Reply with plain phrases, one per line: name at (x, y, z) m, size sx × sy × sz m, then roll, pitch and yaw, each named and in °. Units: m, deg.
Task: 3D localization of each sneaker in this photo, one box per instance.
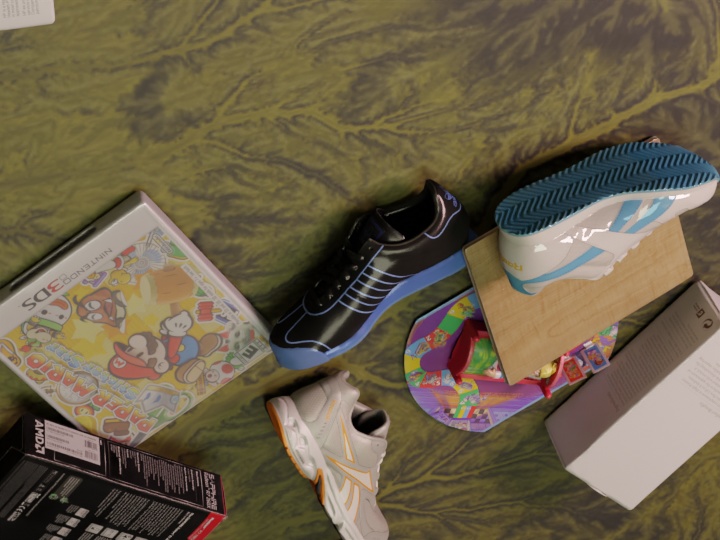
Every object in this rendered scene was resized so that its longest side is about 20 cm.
sneaker at (0.000, 0.000, 1.679) m, size 0.200 × 0.070 × 0.078 m, roll -35°, pitch 130°, yaw -2°
sneaker at (-0.004, 0.171, 1.800) m, size 0.092 × 0.076 × 0.200 m, roll -30°, pitch 130°, yaw -1°
sneaker at (0.203, -0.045, 1.678) m, size 0.200 × 0.077 × 0.081 m, roll -19°, pitch 130°, yaw -14°

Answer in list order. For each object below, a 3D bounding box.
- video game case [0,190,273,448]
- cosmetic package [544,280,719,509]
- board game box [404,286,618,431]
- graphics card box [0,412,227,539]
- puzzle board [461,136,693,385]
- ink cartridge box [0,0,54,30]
video game case at (-0.193, 0.050, 1.679) m, size 0.182 × 0.023 × 0.200 m, roll -35°, pitch 128°, yaw 9°
cosmetic package at (0.275, 0.115, 1.850) m, size 0.200 × 0.074 × 0.102 m, roll -43°, pitch 126°, yaw 17°
board game box at (0.138, 0.074, 1.793) m, size 0.200 × 0.039 × 0.158 m, roll -31°, pitch 128°, yaw 5°
graphics card box at (-0.231, 0.200, 1.744) m, size 0.200 × 0.051 × 0.125 m, roll 20°, pitch 131°, yaw -30°
puzzle board at (0.187, -0.009, 1.735) m, size 0.200 × 0.017 × 0.151 m, roll -30°, pitch 125°, yaw -15°
ink cartridge box at (-0.319, -0.236, 1.390) m, size 0.200 × 0.085 × 0.145 m, roll -9°, pitch 127°, yaw -13°
